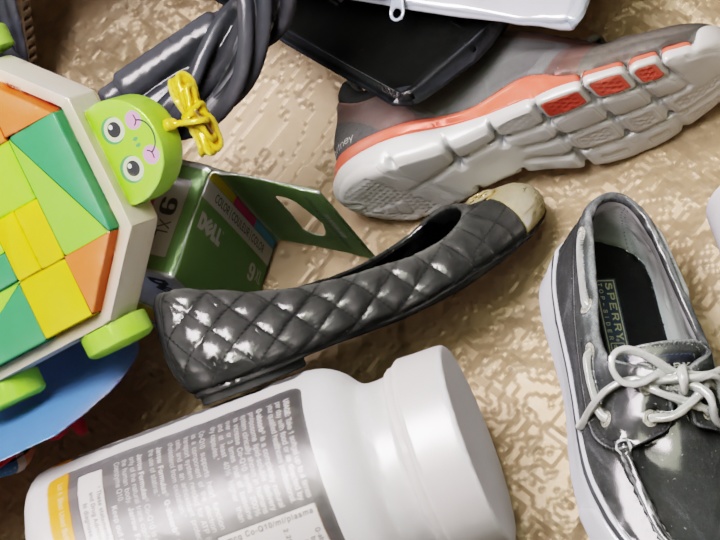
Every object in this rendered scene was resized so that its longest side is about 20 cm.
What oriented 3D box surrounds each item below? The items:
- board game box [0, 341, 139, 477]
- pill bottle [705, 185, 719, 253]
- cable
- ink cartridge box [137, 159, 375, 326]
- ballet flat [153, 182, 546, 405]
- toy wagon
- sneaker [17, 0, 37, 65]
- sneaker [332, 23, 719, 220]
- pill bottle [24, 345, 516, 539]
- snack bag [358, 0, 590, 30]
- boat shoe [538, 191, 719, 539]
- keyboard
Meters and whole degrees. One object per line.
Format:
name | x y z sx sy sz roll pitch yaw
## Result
board game box | -0.184 0.095 1.387 0.200 0.158 0.039 -25 103 6
pill bottle | 0.221 0.045 1.283 0.111 0.111 0.200 -23 66 7
cable | -0.103 -0.135 1.338 0.163 0.051 0.200 24 106 15
ink cartridge box | -0.105 -0.015 1.404 0.200 0.104 0.059 12 75 19
ballet flat | 0.000 0.000 1.357 0.200 0.066 0.057 -25 92 -23
toy wagon | -0.149 -0.031 1.325 0.200 0.040 0.155 -27 88 32
sneaker | -0.214 -0.160 1.458 0.108 0.200 0.070 26 38 29
sneaker | 0.075 -0.092 1.398 0.200 0.077 0.082 -16 60 9
pill bottle | -0.039 0.111 1.332 0.200 0.116 0.116 -20 67 9
snack bag | 0.039 -0.182 1.419 0.200 0.021 0.189 11 44 19
boat shoe | 0.131 0.055 1.308 0.074 0.068 0.199 1 54 -14
keyboard | 0.001 -0.135 1.436 0.104 0.040 0.200 -41 45 -14
